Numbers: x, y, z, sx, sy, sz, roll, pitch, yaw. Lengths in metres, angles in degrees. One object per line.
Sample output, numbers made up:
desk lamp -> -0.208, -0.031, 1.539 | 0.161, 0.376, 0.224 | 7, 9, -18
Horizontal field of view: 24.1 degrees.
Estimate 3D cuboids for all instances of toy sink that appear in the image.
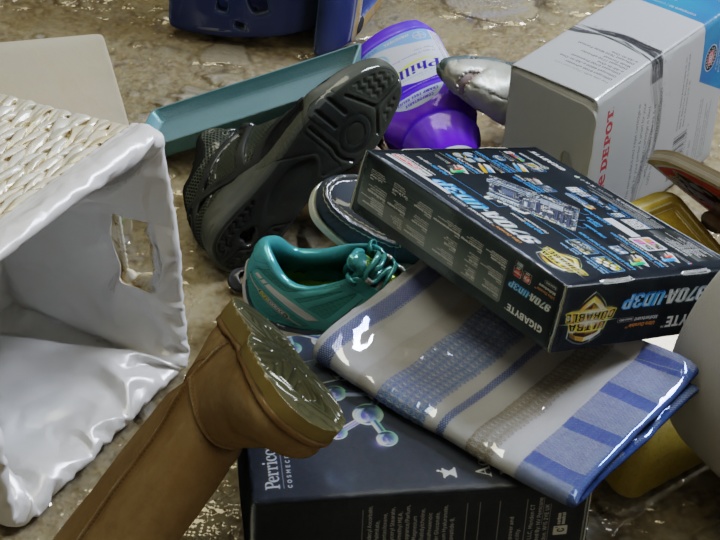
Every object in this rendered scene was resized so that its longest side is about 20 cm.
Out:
toy sink -> -0.245, -0.088, 1.284 | 0.129, 0.113, 0.200 | -7, 30, -13

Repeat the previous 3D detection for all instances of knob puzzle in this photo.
knob puzzle -> 0.283, -0.024, 1.211 | 0.219, 0.031, 0.220 | 35, 3, -2

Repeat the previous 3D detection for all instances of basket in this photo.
basket -> -0.234, 0.017, 1.088 | 0.160, 0.199, 0.200 | 17, 40, 25

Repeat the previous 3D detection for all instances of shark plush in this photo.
shark plush -> 0.143, -0.158, 1.391 | 0.083, 0.091, 0.200 | 27, 30, 26

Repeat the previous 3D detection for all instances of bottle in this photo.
bottle -> 0.053, -0.130, 1.392 | 0.083, 0.065, 0.200 | -27, 40, 5

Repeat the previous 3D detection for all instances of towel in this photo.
towel -> 0.087, 0.055, 1.016 | 0.199, 0.024, 0.147 | 28, 45, 30

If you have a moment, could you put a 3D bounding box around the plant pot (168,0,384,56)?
plant pot -> -0.054, -0.326, 1.550 | 0.179, 0.201, 0.200 | 19, 39, 13

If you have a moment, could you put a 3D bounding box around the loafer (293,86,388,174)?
loafer -> 0.004, -0.096, 1.339 | 0.072, 0.063, 0.200 | 19, 27, -41

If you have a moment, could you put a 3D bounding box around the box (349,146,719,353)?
box -> 0.115, -0.020, 1.068 | 0.158, 0.046, 0.200 | -5, 29, -40

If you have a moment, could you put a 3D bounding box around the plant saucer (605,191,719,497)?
plant saucer -> 0.201, 0.032, 1.157 | 0.199, 0.049, 0.200 | -22, 62, -29

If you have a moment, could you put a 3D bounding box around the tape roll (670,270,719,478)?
tape roll -> 0.307, 0.072, 1.035 | 0.202, 0.204, 0.139 | -17, 42, -23

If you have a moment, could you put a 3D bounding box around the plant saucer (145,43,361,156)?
plant saucer -> -0.091, -0.134, 1.372 | 0.199, 0.019, 0.070 | -14, 32, 21

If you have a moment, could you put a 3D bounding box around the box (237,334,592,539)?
box -> 0.026, 0.121, 1.033 | 0.199, 0.108, 0.149 | -4, 38, -7

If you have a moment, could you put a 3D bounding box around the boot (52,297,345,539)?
boot -> -0.099, 0.127, 0.936 | 0.066, 0.200, 0.175 | 36, 4, -17

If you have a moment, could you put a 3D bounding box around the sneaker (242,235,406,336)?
sneaker -> 0.012, 0.022, 1.186 | 0.199, 0.080, 0.078 | 9, 39, 7

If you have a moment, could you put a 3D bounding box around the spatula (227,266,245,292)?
spatula -> 0.000, 0.000, 1.258 | 0.199, 0.021, 0.057 | -6, 70, -3

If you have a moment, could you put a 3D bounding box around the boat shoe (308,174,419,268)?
boat shoe -> 0.062, -0.029, 1.221 | 0.199, 0.062, 0.075 | 22, 63, -9

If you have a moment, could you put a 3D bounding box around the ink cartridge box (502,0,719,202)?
ink cartridge box -> 0.201, -0.123, 1.331 | 0.083, 0.146, 0.200 | 28, 44, 30

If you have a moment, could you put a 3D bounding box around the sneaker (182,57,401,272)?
sneaker -> -0.062, -0.099, 1.295 | 0.200, 0.076, 0.114 | -47, 42, 1
